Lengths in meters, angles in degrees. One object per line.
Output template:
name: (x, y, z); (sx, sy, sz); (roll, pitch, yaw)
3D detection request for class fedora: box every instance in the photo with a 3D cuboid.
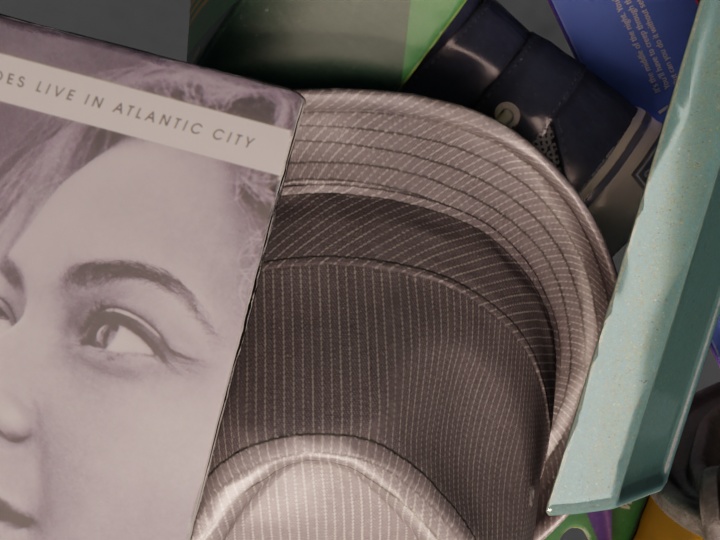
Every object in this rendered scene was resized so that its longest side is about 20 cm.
fedora: (-0.013, 0.055, 0.715); (0.177, 0.090, 0.200); (0, 137, -6)

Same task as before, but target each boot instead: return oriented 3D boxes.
boot: (0.000, 0.000, 0.804); (0.090, 0.073, 0.200); (41, 120, -4)

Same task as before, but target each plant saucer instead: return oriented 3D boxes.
plant saucer: (0.092, -0.031, 0.709); (0.019, 0.070, 0.200); (18, 97, 19)

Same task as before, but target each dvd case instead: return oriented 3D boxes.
dvd case: (-0.109, 0.036, 0.649); (0.149, 0.016, 0.200); (15, 95, 3)

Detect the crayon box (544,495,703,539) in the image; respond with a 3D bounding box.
crayon box: (0.138, 0.142, 0.872); (0.200, 0.052, 0.126); (29, 72, -16)

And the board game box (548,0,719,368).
board game box: (0.141, -0.055, 0.801); (0.134, 0.045, 0.200); (-22, 118, 11)

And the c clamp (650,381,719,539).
c clamp: (0.165, 0.044, 0.731); (0.200, 0.171, 0.027); (-9, 109, 22)

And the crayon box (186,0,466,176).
crayon box: (0.027, -0.137, 0.705); (0.051, 0.127, 0.200); (30, 114, -17)
